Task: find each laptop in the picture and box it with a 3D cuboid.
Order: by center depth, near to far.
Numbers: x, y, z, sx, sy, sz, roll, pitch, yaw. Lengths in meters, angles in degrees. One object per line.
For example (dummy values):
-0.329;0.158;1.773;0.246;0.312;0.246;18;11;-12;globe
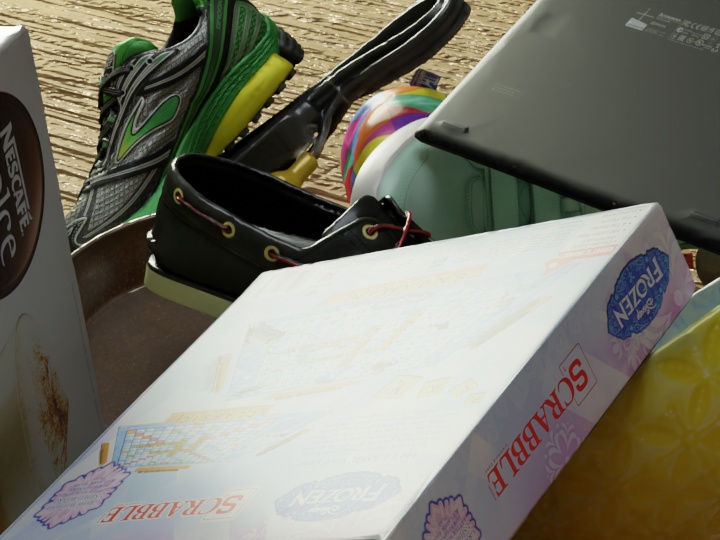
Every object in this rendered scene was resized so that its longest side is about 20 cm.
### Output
0.169;-0.067;1.039;0.187;0.116;0.200;24;62;43;laptop

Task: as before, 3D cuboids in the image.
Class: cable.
-0.018;-0.080;1.262;0.200;0.050;0.097;-39;17;-4;cable

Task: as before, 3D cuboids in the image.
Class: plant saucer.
-0.056;0.047;1.038;0.200;0.035;0.200;4;42;-4;plant saucer

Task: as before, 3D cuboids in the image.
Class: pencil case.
0.040;-0.036;1.217;0.088;0.089;0.200;-4;25;-4;pencil case

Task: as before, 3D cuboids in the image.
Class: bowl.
0.129;0.078;0.890;0.200;0.108;0.200;-33;-2;-1;bowl

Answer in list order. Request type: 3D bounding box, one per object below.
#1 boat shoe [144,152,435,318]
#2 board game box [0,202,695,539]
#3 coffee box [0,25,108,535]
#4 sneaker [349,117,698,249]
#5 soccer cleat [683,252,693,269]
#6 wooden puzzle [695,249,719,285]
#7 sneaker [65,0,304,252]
-0.001;0.001;0.983;0.201;0.063;0.074;18;21;21;boat shoe
-0.009;0.056;0.810;0.200;0.041;0.200;-10;26;42;board game box
-0.239;0.026;0.882;0.200;0.200;0.198;6;33;21;coffee box
0.095;-0.038;1.060;0.200;0.074;0.118;-12;12;-42;sneaker
0.124;0.025;1.098;0.077;0.069;0.200;-4;16;8;soccer cleat
0.274;-0.021;1.046;0.185;0.046;0.200;-12;11;-15;wooden puzzle
-0.122;-0.073;1.239;0.200;0.085;0.078;-55;19;-20;sneaker
